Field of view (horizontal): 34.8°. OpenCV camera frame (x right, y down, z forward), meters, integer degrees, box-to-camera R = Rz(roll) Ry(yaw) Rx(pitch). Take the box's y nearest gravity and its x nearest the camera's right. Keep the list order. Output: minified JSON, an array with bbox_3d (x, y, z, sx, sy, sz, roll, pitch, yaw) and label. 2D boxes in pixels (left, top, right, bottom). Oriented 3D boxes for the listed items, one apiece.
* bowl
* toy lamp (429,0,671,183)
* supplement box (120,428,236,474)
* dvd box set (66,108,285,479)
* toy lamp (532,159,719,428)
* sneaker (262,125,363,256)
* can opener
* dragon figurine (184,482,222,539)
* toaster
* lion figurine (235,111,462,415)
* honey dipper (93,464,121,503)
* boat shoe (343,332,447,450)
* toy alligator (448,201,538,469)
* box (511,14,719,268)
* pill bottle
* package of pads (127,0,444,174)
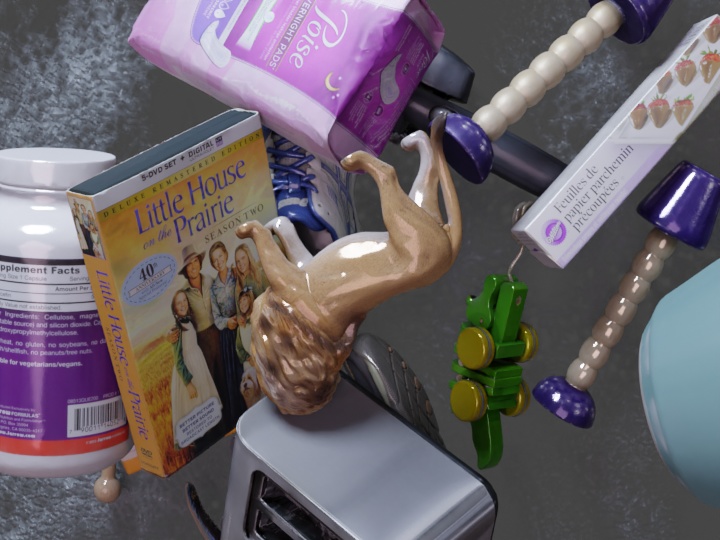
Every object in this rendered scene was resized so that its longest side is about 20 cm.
[{"bbox_3d":[0.256,0.079,0.767,0.104,0.200,0.203,-16,97,33],"label":"bowl"},{"bbox_3d":[0.136,-0.141,0.771,0.200,0.058,0.058,-43,90,-8],"label":"toy lamp"},{"bbox_3d":[-0.151,0.030,0.855,0.124,0.074,0.202,-20,104,-4],"label":"supplement box"},{"bbox_3d":[-0.105,0.014,0.754,0.029,0.146,0.203,13,123,38],"label":"dvd box set"},{"bbox_3d":[0.195,0.017,0.822,0.058,0.058,0.202,27,104,5],"label":"toy lamp"},{"bbox_3d":[-0.037,-0.063,0.837,0.074,0.088,0.203,-13,95,14],"label":"sneaker"},{"bbox_3d":[0.084,-0.097,0.820,0.199,0.063,0.079,33,103,4],"label":"can opener"},{"bbox_3d":[-0.090,0.256,0.915,0.098,0.059,0.203,-1,100,11],"label":"dragon figurine"},{"bbox_3d":[-0.006,0.193,0.795,0.199,0.118,0.183,34,131,27],"label":"toaster"},{"bbox_3d":[0.000,0.000,0.732,0.199,0.072,0.124,-33,81,20],"label":"lion figurine"},{"bbox_3d":[-0.195,0.090,0.918,0.037,0.038,0.203,7,100,9],"label":"honey dipper"},{"bbox_3d":[0.029,0.147,0.867,0.073,0.074,0.202,-26,93,15],"label":"boat shoe"},{"bbox_3d":[0.095,0.045,0.850,0.054,0.059,0.203,19,106,49],"label":"toy alligator"},{"bbox_3d":[0.185,-0.087,0.784,0.039,0.041,0.200,42,86,-5],"label":"box"},{"bbox_3d":[-0.200,0.025,0.752,0.111,0.112,0.203,5,101,10],"label":"pill bottle"},{"bbox_3d":[-0.054,-0.162,0.791,0.199,0.076,0.121,31,90,26],"label":"package of pads"}]
